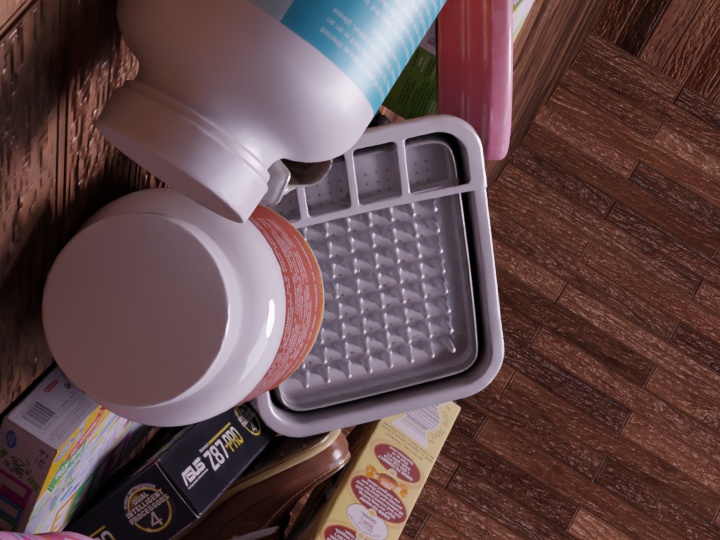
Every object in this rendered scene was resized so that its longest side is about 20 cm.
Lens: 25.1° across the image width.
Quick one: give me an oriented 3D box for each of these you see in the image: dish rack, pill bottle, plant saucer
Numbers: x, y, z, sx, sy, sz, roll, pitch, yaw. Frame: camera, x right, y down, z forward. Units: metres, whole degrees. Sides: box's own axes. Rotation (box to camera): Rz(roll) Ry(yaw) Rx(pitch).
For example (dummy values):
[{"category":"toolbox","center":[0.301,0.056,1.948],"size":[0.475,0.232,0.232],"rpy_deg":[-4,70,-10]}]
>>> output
[{"category":"dish rack","center":[0.000,0.000,1.042],"size":[0.044,0.171,0.201],"rpy_deg":[-124,-158,-64]},{"category":"pill bottle","center":[-0.021,-0.121,0.632],"size":[0.201,0.111,0.111],"rpy_deg":[-59,174,-8]},{"category":"plant saucer","center":[0.078,-0.179,1.139],"size":[0.201,0.051,0.202],"rpy_deg":[0,90,-88]},{"category":"pill bottle","center":[-0.085,0.016,0.790],"size":[0.112,0.112,0.200],"rpy_deg":[-59,175,4]}]

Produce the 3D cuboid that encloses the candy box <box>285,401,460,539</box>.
[{"category":"candy box","center":[-0.007,0.172,1.131],"size":[0.116,0.055,0.200],"rpy_deg":[-53,-178,39]}]

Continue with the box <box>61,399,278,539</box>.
[{"category":"box","center":[-0.140,0.150,1.048],"size":[0.161,0.049,0.200],"rpy_deg":[-38,-178,19]}]

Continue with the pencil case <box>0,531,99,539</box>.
[{"category":"pencil case","center":[-0.172,0.170,0.801],"size":[0.088,0.087,0.200],"rpy_deg":[-58,161,-1]}]

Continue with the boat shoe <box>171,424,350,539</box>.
[{"category":"boat shoe","center":[-0.077,0.170,1.117],"size":[0.200,0.068,0.072],"rpy_deg":[-35,-176,27]}]

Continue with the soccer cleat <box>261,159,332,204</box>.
[{"category":"soccer cleat","center":[-0.043,-0.076,0.841],"size":[0.069,0.077,0.200],"rpy_deg":[-61,174,24]}]

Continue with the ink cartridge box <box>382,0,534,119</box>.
[{"category":"ink cartridge box","center":[0.107,-0.227,1.364],"size":[0.200,0.076,0.148],"rpy_deg":[-53,172,-39]}]

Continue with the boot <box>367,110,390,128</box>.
[{"category":"boot","center":[-0.038,-0.018,1.162],"size":[0.158,0.079,0.212],"rpy_deg":[-150,-99,-89]}]

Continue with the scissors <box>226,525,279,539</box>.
[{"category":"scissors","center":[-0.152,0.201,1.077],"size":[0.199,0.014,0.073],"rpy_deg":[-23,-174,-10]}]

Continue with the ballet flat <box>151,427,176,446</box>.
[{"category":"ballet flat","center":[-0.160,0.180,1.258],"size":[0.068,0.068,0.200],"rpy_deg":[-47,-179,31]}]

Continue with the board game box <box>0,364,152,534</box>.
[{"category":"board game box","center":[-0.154,0.084,0.933],"size":[0.200,0.034,0.135],"rpy_deg":[-51,171,-53]}]
